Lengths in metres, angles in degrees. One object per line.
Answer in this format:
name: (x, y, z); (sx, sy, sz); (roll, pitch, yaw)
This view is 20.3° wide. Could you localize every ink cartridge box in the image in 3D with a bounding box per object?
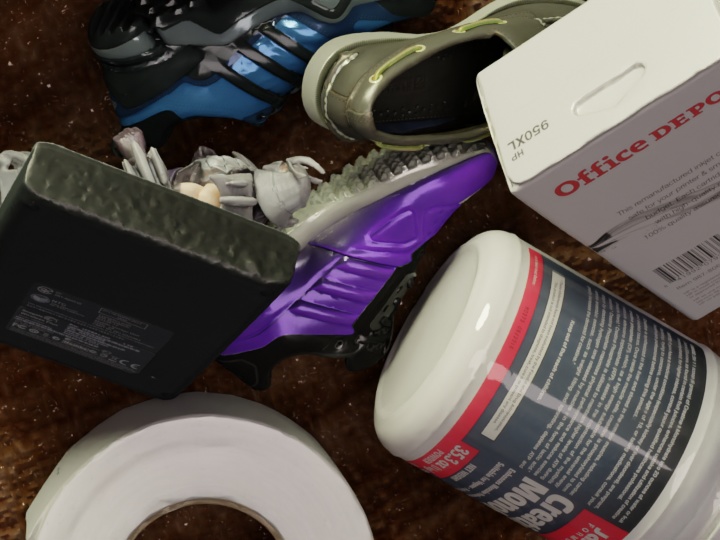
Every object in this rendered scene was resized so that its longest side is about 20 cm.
ink cartridge box: (0.179, -0.071, 1.080); (0.144, 0.085, 0.200); (-33, 142, 23)

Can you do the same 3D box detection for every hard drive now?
hard drive: (-0.129, 0.007, 1.047); (0.139, 0.200, 0.033); (21, 64, -14)

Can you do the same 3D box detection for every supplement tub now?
supplement tub: (0.121, 0.080, 1.136); (0.199, 0.140, 0.141); (29, 92, -12)

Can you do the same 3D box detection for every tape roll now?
tape roll: (-0.093, 0.173, 1.148); (0.201, 0.071, 0.204); (-1, 98, -9)

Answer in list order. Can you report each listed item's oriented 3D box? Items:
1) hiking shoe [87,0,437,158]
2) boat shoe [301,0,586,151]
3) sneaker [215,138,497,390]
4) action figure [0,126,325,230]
hiking shoe: (-0.051, -0.128, 1.125); (0.199, 0.075, 0.087); (-13, 122, -7)
boat shoe: (0.067, -0.107, 1.113); (0.201, 0.060, 0.073); (-14, 118, -29)
sneaker: (0.000, 0.000, 1.146); (0.199, 0.070, 0.100); (-30, 106, 1)
action figure: (-0.112, -0.041, 1.071); (0.199, 0.130, 0.070); (-6, 78, 21)
